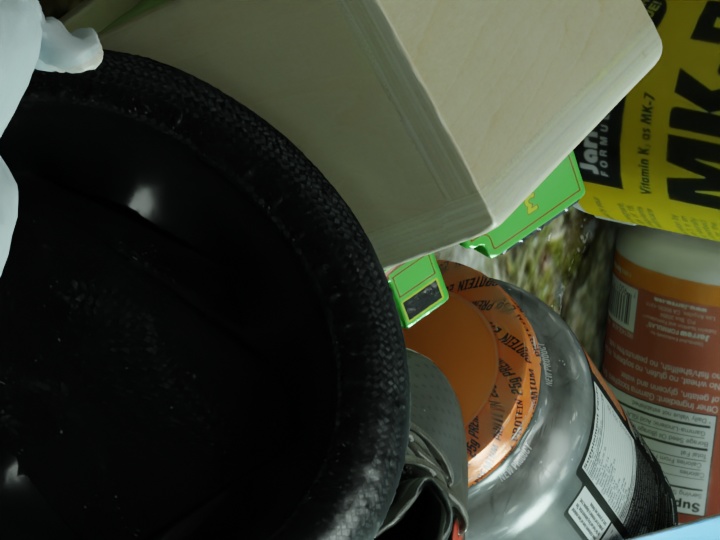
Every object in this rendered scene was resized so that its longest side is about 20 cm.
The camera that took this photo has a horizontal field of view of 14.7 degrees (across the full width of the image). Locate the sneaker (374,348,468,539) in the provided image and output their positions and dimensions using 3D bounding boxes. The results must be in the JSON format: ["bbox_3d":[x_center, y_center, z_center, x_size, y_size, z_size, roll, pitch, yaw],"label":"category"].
[{"bbox_3d":[0.015,0.090,0.965,0.082,0.077,0.201,-47,-163,38],"label":"sneaker"}]

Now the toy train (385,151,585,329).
[{"bbox_3d":[0.000,0.000,1.028,0.199,0.042,0.057,-34,126,-18],"label":"toy train"}]

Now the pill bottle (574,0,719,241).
[{"bbox_3d":[0.147,-0.071,1.186,0.114,0.199,0.115,-35,131,-54],"label":"pill bottle"}]

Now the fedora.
[{"bbox_3d":[-0.084,0.034,0.846,0.092,0.200,0.201,114,1,-67],"label":"fedora"}]

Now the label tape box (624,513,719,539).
[{"bbox_3d":[0.119,0.208,1.165,0.143,0.066,0.201,-11,124,-38],"label":"label tape box"}]

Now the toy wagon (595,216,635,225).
[{"bbox_3d":[0.141,-0.127,1.330,0.155,0.039,0.201,-32,128,-55],"label":"toy wagon"}]

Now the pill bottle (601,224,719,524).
[{"bbox_3d":[0.174,0.077,1.399,0.112,0.112,0.202,-22,120,-58],"label":"pill bottle"}]

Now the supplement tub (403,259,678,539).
[{"bbox_3d":[0.053,0.081,1.156,0.123,0.122,0.200,-68,151,-18],"label":"supplement tub"}]

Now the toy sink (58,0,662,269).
[{"bbox_3d":[-0.025,-0.065,0.933,0.130,0.199,0.112,-43,108,-47],"label":"toy sink"}]

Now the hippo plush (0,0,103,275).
[{"bbox_3d":[-0.138,-0.050,0.691,0.159,0.160,0.202,-1,102,-62],"label":"hippo plush"}]
